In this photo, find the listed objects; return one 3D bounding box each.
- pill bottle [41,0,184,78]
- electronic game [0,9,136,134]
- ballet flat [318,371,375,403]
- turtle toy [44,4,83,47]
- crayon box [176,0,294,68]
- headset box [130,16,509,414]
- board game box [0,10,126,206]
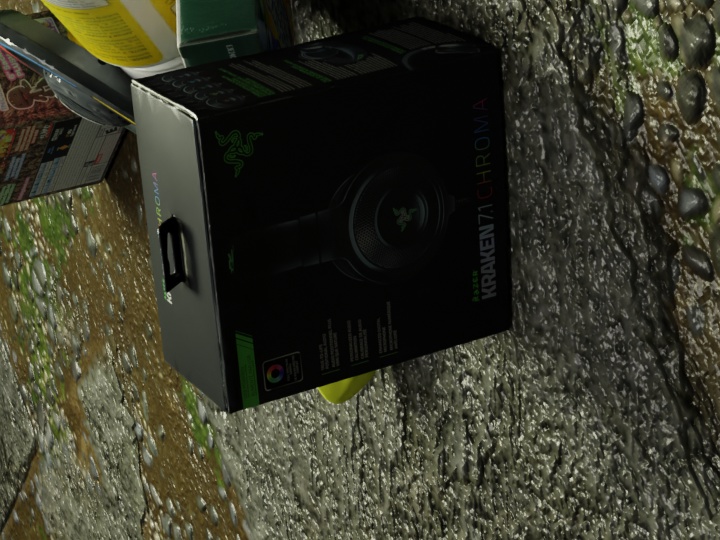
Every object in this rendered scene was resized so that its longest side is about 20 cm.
[{"bbox_3d":[-0.157,-0.203,1.279,0.114,0.114,0.200,63,-176,24],"label":"pill bottle"},{"bbox_3d":[-0.200,-0.134,1.442,0.042,0.200,0.200,-59,33,-2],"label":"electronic game"},{"bbox_3d":[0.000,0.000,1.222,0.067,0.067,0.200,16,118,37],"label":"ballet flat"},{"bbox_3d":[-0.199,-0.264,1.430,0.146,0.101,0.200,44,145,9],"label":"turtle toy"},{"bbox_3d":[-0.076,-0.178,1.187,0.126,0.051,0.200,72,-170,-56],"label":"crayon box"},{"bbox_3d":[-0.026,-0.034,1.089,0.093,0.200,0.175,32,131,56],"label":"headset box"},{"bbox_3d":[-0.305,-0.127,1.609,0.097,0.200,0.159,67,153,16],"label":"board game box"}]
